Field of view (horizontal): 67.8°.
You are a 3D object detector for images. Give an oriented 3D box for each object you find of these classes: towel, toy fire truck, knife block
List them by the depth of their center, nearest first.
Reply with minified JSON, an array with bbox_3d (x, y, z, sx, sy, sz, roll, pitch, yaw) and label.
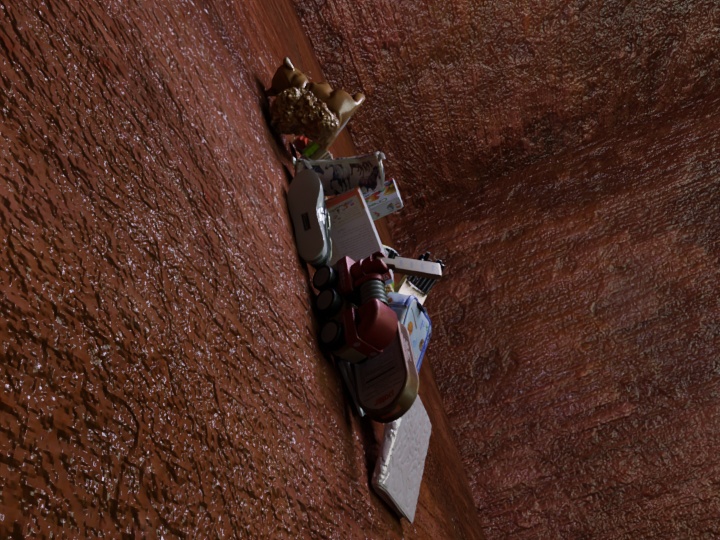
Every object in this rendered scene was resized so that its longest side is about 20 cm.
[{"bbox_3d":[0.036,0.046,0.915,0.128,0.198,0.179,35,32,-42],"label":"toy fire truck"},{"bbox_3d":[0.080,0.328,0.978,0.193,0.032,0.203,64,35,-44],"label":"towel"},{"bbox_3d":[0.112,0.053,1.247,0.064,0.201,0.176,37,38,0],"label":"knife block"}]

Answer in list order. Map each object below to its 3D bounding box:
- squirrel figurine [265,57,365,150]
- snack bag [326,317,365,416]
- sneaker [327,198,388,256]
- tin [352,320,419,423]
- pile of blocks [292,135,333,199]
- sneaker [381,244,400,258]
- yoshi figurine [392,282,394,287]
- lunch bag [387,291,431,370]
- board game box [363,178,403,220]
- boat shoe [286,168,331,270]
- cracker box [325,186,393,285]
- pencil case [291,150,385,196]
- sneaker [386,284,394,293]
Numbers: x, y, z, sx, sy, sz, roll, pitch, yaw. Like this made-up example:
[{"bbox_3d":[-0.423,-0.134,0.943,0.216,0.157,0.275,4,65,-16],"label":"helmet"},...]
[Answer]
[{"bbox_3d":[-0.117,-0.359,1.139,0.186,0.142,0.201,41,33,-7],"label":"squirrel figurine"},{"bbox_3d":[-0.018,0.166,1.022,0.188,0.021,0.204,23,45,-81],"label":"snack bag"},{"bbox_3d":[-0.007,-0.076,1.162,0.201,0.076,0.089,52,30,-12],"label":"sneaker"},{"bbox_3d":[0.037,0.162,0.917,0.042,0.111,0.202,39,26,-34],"label":"tin"},{"bbox_3d":[-0.104,-0.243,1.225,0.062,0.080,0.204,51,21,-66],"label":"pile of blocks"},{"bbox_3d":[0.026,-0.053,1.447,0.197,0.079,0.091,23,18,-29],"label":"sneaker"},{"bbox_3d":[0.012,-0.005,1.227,0.201,0.112,0.112,52,5,-28],"label":"yoshi figurine"},{"bbox_3d":[0.079,0.152,1.056,0.161,0.074,0.203,56,49,-45],"label":"lunch bag"},{"bbox_3d":[0.004,-0.151,1.317,0.127,0.196,0.035,-98,162,-61],"label":"board game box"},{"bbox_3d":[-0.093,-0.094,1.004,0.064,0.069,0.204,54,26,-60],"label":"boat shoe"},{"bbox_3d":[-0.027,-0.049,1.087,0.058,0.131,0.204,-80,149,-74],"label":"cracker box"},{"bbox_3d":[-0.042,-0.199,1.105,0.090,0.195,0.079,74,14,-59],"label":"pencil case"},{"bbox_3d":[0.016,0.113,1.119,0.075,0.088,0.203,55,38,-45],"label":"sneaker"}]
